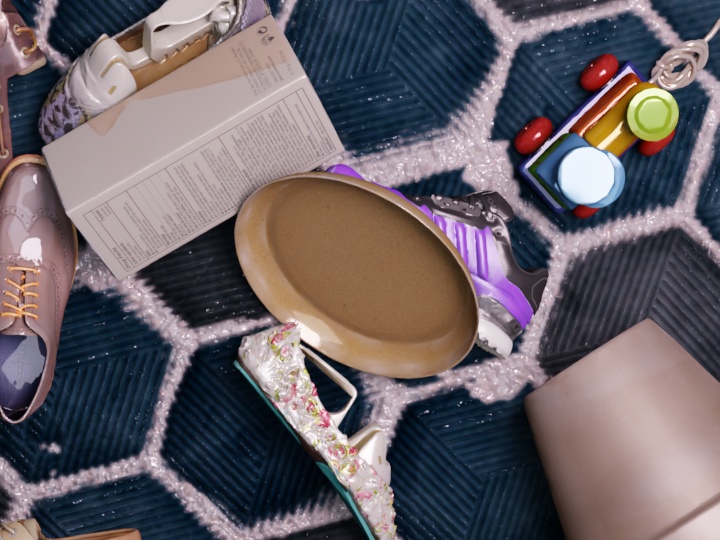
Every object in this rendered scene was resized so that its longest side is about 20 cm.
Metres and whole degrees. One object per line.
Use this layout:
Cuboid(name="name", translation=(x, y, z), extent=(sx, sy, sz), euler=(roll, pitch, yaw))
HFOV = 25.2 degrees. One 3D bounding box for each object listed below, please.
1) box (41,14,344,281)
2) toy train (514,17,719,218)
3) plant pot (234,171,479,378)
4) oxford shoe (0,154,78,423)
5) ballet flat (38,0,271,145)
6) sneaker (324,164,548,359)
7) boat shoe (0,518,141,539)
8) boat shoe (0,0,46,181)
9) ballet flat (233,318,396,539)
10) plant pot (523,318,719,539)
Cuboid(name="box", translation=(-0.123, -0.089, 1.185), extent=(0.199, 0.078, 0.095), euler=(-29, 141, 0))
Cuboid(name="toy train", translation=(0.211, -0.124, 1.200), extent=(0.200, 0.116, 0.085), euler=(-44, 98, 3))
Cuboid(name="plant pot", translation=(0.000, 0.000, 1.191), extent=(0.199, 0.200, 0.028), euler=(37, 51, -7))
Cuboid(name="oxford shoe", translation=(-0.247, 0.016, 1.203), extent=(0.070, 0.073, 0.203), euler=(1, 103, -11))
Cuboid(name="ballet flat", translation=(-0.161, -0.162, 1.194), extent=(0.199, 0.072, 0.073), euler=(-31, 98, 0))
Cuboid(name="sneaker", translation=(0.063, -0.031, 1.233), extent=(0.200, 0.070, 0.100), euler=(40, 86, -10))
Cuboid(name="boat shoe", translation=(-0.262, 0.228, 1.244), extent=(0.197, 0.076, 0.075), euler=(1, 92, -12))
Cuboid(name="boat shoe", translation=(-0.269, -0.163, 1.192), extent=(0.071, 0.072, 0.203), euler=(7, 101, -13))
Cuboid(name="ballet flat", translation=(-0.020, 0.123, 1.242), extent=(0.064, 0.076, 0.201), euler=(-37, 100, -6))
Cuboid(name="plant pot", translation=(0.214, 0.140, 1.212), extent=(0.199, 0.200, 0.175), euler=(-33, 83, 1))
